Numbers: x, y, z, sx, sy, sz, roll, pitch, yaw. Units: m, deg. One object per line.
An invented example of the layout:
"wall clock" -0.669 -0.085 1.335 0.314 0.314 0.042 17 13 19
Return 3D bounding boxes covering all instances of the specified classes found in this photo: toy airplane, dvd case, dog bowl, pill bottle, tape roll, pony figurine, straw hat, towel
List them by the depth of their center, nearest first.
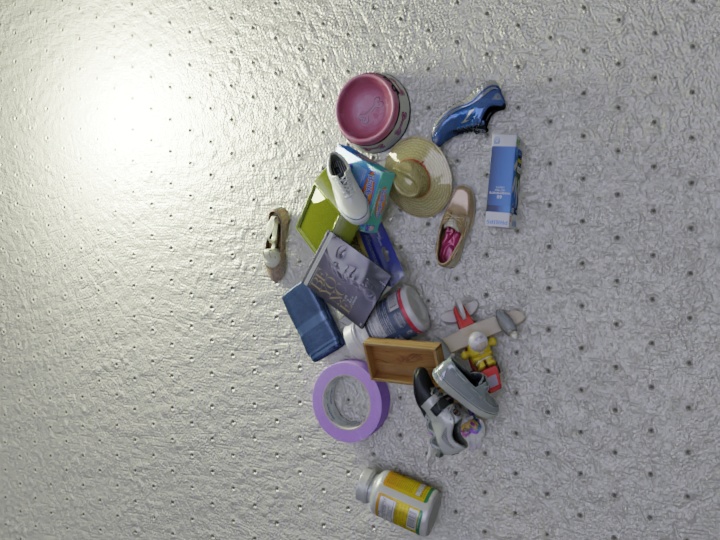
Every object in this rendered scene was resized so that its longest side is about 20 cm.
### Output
"toy airplane" 0.263 0.156 1.495 0.195 0.141 0.204 23 80 8
"pony figurine" 0.206 0.343 1.518 0.201 0.163 0.196 52 151 41
"dvd case" -0.036 0.020 1.554 0.199 0.016 0.151 36 107 20
"straw hat" 0.119 -0.219 1.558 0.197 0.085 0.206 10 109 32
"pill bottle" 0.091 0.563 1.598 0.196 0.112 0.116 16 97 22
"pill bottle" 0.062 0.134 1.598 0.198 0.119 0.122 -31 79 22
"dog bowl" 0.023 -0.402 1.628 0.196 0.073 0.206 0 91 24
"tape roll" -0.025 0.334 1.670 0.196 0.065 0.206 1 92 24
"towel" -0.126 0.131 1.719 0.110 0.048 0.203 -31 80 21

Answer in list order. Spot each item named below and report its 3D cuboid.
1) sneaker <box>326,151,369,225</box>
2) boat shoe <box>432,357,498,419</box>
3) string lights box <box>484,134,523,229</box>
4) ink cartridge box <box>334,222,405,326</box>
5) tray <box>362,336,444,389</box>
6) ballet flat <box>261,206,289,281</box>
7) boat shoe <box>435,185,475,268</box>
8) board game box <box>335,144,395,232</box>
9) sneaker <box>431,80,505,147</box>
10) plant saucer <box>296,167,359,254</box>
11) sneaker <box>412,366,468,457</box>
"sneaker" -0.038 -0.196 1.537 0.072 0.071 0.202 -27 59 -2
"boat shoe" 0.247 0.257 1.421 0.199 0.071 0.072 35 109 -24
"string lights box" 0.328 -0.200 1.481 0.058 0.102 0.205 5 94 22
"ink cartridge box" 0.000 0.000 1.615 0.200 0.047 0.200 -43 43 21
"tray" 0.103 0.211 1.496 0.196 0.037 0.101 0 112 36
"ballet flat" -0.237 -0.071 1.752 0.067 0.067 0.205 6 94 23
"boat shoe" 0.225 -0.104 1.547 0.072 0.069 0.205 13 97 22
"board game box" -0.009 -0.206 1.609 0.199 0.044 0.155 40 119 43
"sneaker" 0.254 -0.353 1.525 0.198 0.078 0.090 -36 75 20
"plant saucer" -0.092 -0.124 1.638 0.200 0.047 0.203 51 127 37
"sneaker" 0.179 0.300 1.407 0.087 0.074 0.204 -20 92 35
